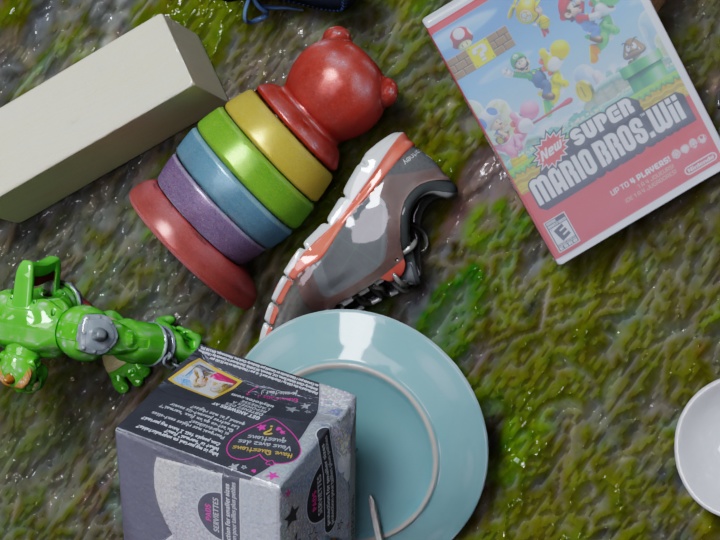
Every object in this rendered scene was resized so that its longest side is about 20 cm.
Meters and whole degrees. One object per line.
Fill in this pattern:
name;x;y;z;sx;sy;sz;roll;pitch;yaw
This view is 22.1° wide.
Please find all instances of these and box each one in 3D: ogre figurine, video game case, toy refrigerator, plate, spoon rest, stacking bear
ogre figurine;-0.233;0.040;1.377;0.199;0.120;0.098;30;93;19
video game case;0.151;-0.122;1.264;0.143;0.017;0.201;-30;108;2
toy refrigerator;-0.210;-0.117;1.410;0.199;0.076;0.070;-29;77;13
plate;-0.008;0.127;1.313;0.199;0.026;0.201;4;106;14
spoon rest;0.309;0.113;1.232;0.199;0.061;0.100;-8;82;16
stacking bear;-0.063;-0.087;1.348;0.200;0.114;0.122;-44;74;4

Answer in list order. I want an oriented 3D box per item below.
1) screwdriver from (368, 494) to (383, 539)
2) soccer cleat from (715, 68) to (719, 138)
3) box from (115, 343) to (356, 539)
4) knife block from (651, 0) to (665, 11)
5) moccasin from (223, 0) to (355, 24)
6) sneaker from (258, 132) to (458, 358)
screwdriver;0.025;0.259;1.302;0.028;0.029;0.201;-10;97;40
soccer cleat;0.300;-0.075;1.259;0.086;0.070;0.201;4;66;-23
box;-0.081;0.177;1.265;0.132;0.115;0.201;17;127;22
knife block;0.143;-0.239;1.320;0.175;0.064;0.200;36;96;18
moccasin;-0.091;-0.226;1.383;0.199;0.081;0.068;21;59;29
sneaker;0.000;0.000;1.335;0.082;0.077;0.201;34;96;10
